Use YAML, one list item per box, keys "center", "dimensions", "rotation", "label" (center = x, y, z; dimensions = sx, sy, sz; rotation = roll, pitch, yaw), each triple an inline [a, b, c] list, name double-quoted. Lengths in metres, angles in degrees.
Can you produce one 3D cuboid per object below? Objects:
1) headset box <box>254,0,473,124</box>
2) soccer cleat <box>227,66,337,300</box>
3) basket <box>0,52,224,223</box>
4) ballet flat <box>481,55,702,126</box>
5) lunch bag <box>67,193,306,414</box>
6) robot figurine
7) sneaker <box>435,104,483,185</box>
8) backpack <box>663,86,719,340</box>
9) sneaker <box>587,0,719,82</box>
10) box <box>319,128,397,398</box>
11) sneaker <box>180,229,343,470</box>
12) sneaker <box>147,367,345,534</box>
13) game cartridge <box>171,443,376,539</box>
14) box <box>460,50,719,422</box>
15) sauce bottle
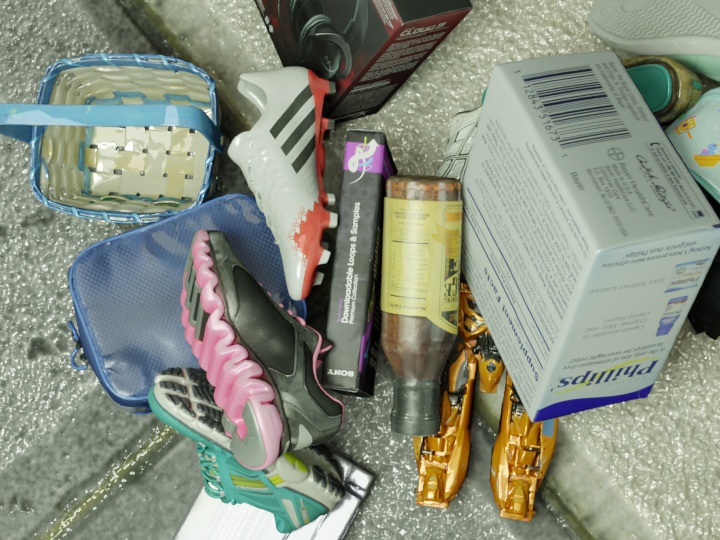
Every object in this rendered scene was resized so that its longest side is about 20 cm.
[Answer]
- center: [-0.002, -0.230, 1.123]
  dimensions: [0.076, 0.200, 0.150]
  rotation: [-18, 79, -30]
  label: "headset box"
- center: [-0.063, -0.071, 1.082]
  dimensions: [0.084, 0.069, 0.203]
  rotation: [4, 66, -9]
  label: "soccer cleat"
- center: [-0.192, -0.109, 1.132]
  dimensions: [0.174, 0.200, 0.141]
  rotation: [3, 82, 10]
  label: "basket"
- center: [0.192, -0.139, 1.140]
  dimensions: [0.198, 0.070, 0.072]
  rotation: [-1, 80, 44]
  label: "ballet flat"
- center: [-0.147, 0.037, 1.140]
  dimensions: [0.198, 0.132, 0.137]
  rotation: [-19, 80, -8]
  label: "lunch bag"
- center: [0.107, 0.098, 1.134]
  dimensions: [0.143, 0.058, 0.203]
  rotation: [7, 84, 6]
  label: "robot figurine"
- center: [0.096, -0.083, 1.148]
  dimensions: [0.200, 0.075, 0.088]
  rotation: [-45, 51, 23]
  label: "sneaker"
- center: [0.292, -0.047, 1.055]
  dimensions: [0.153, 0.200, 0.176]
  rotation: [-40, 78, -4]
  label: "backpack"
- center: [0.283, -0.177, 1.141]
  dimensions: [0.199, 0.118, 0.074]
  rotation: [24, 77, 46]
  label: "sneaker"
- center: [0.000, 0.000, 1.120]
  dimensions: [0.036, 0.143, 0.203]
  rotation: [4, 83, 6]
  label: "box"
- center: [-0.072, 0.052, 1.031]
  dimensions: [0.094, 0.079, 0.202]
  rotation: [-10, 58, -25]
  label: "sneaker"
- center: [-0.095, 0.148, 1.074]
  dimensions: [0.079, 0.200, 0.078]
  rotation: [-39, 35, 13]
  label: "sneaker"
- center: [-0.088, 0.229, 1.159]
  dimensions: [0.129, 0.038, 0.202]
  rotation: [29, 87, 15]
  label: "game cartridge"
- center: [0.158, -0.024, 1.025]
  dimensions: [0.103, 0.201, 0.185]
  rotation: [-10, 53, -17]
  label: "box"
- center: [0.047, 0.027, 1.086]
  dimensions: [0.065, 0.066, 0.203]
  rotation: [3, 98, 8]
  label: "sauce bottle"
